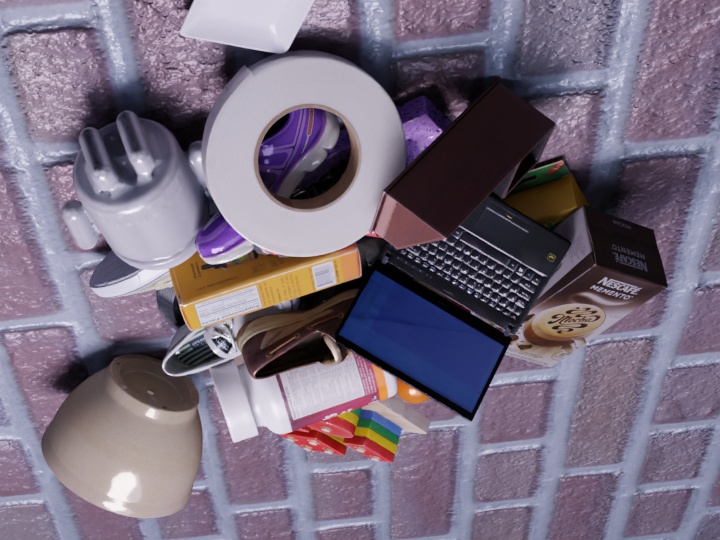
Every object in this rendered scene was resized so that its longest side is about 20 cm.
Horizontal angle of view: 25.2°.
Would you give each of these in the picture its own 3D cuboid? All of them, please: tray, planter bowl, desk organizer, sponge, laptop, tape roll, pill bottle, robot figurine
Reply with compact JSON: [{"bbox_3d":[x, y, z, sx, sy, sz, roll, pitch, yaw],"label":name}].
[{"bbox_3d":[-0.083,-0.270,1.433,0.107,0.022,0.200,8,145,-22],"label":"tray"},{"bbox_3d":[-0.277,0.190,1.994,0.199,0.200,0.135,14,116,-30],"label":"planter bowl"},{"bbox_3d":[0.102,-0.094,1.587,0.077,0.200,0.072,37,147,12],"label":"desk organizer"},{"bbox_3d":[0.007,-0.112,1.697,0.199,0.030,0.112,-21,146,21],"label":"sponge"},{"bbox_3d":[0.099,0.021,1.724,0.177,0.103,0.201,30,112,-1],"label":"laptop"},{"bbox_3d":[-0.055,-0.114,1.566,0.201,0.037,0.204,-5,110,-13],"label":"tape roll"},{"bbox_3d":[-0.066,0.123,1.853,0.199,0.110,0.110,-19,149,-6],"label":"pill bottle"},{"bbox_3d":[-0.219,-0.075,1.630,0.169,0.113,0.200,-21,147,2],"label":"robot figurine"}]

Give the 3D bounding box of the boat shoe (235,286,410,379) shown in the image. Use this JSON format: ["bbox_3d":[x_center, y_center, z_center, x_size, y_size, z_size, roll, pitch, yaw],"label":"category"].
[{"bbox_3d":[-0.033,0.075,1.759,0.199,0.072,0.072,-12,137,-12],"label":"boat shoe"}]

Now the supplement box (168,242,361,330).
[{"bbox_3d":[-0.103,-0.004,1.725,0.199,0.067,0.069,-16,151,-7],"label":"supplement box"}]

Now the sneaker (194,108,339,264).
[{"bbox_3d":[-0.109,-0.098,1.617,0.083,0.081,0.200,33,95,-30],"label":"sneaker"}]

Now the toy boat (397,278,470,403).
[{"bbox_3d":[0.063,0.098,1.947,0.130,0.131,0.200,1,147,-14],"label":"toy boat"}]

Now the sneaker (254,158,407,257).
[{"bbox_3d":[-0.030,-0.070,1.662,0.199,0.071,0.098,-10,149,0],"label":"sneaker"}]

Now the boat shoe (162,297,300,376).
[{"bbox_3d":[-0.145,0.071,1.806,0.074,0.067,0.200,46,131,-12],"label":"boat shoe"}]

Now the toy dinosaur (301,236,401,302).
[{"bbox_3d":[0.000,0.000,1.805,0.199,0.077,0.103,-19,140,-3],"label":"toy dinosaur"}]

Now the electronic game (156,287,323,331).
[{"bbox_3d":[-0.137,0.024,1.870,0.199,0.042,0.201,-6,141,-5],"label":"electronic game"}]

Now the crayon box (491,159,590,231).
[{"bbox_3d":[0.203,-0.040,1.831,0.126,0.051,0.200,-18,146,17],"label":"crayon box"}]

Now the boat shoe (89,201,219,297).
[{"bbox_3d":[-0.205,-0.011,1.768,0.199,0.072,0.062,-23,129,20],"label":"boat shoe"}]

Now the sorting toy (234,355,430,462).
[{"bbox_3d":[-0.049,0.179,2.035,0.199,0.070,0.199,4,159,37],"label":"sorting toy"}]

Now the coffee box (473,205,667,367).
[{"bbox_3d":[0.232,0.021,1.810,0.113,0.080,0.200,16,142,-32],"label":"coffee box"}]
